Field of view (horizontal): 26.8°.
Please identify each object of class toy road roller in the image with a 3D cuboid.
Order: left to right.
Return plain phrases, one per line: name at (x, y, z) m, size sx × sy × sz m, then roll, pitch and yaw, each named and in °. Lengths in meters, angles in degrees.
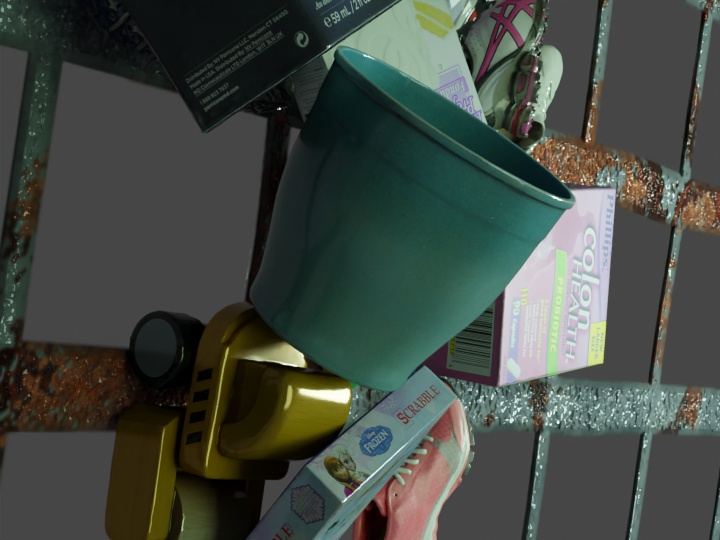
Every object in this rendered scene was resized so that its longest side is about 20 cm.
toy road roller at (-0.091, 0.124, 1.109) m, size 0.122 × 0.145 × 0.203 m, roll 12°, pitch 88°, yaw -52°

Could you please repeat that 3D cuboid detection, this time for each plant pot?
plant pot at (0.020, -0.026, 1.080) m, size 0.199 × 0.200 × 0.189 m, roll 16°, pitch 111°, yaw -52°

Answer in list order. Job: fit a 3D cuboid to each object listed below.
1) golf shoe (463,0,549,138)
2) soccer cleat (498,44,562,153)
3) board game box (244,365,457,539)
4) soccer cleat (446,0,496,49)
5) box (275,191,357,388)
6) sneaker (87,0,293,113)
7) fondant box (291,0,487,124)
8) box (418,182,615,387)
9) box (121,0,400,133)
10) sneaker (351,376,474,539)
golf shoe at (0.124, -0.209, 1.383) m, size 0.073 × 0.091 × 0.202 m, roll 97°, pitch 4°, yaw -48°
soccer cleat at (0.151, -0.148, 1.430) m, size 0.200 × 0.077 × 0.070 m, roll -47°, pitch 131°, yaw -37°
board game box at (-0.031, 0.184, 1.165) m, size 0.200 × 0.041 × 0.200 m, roll -53°, pitch 169°, yaw 30°
soccer cleat at (0.065, -0.228, 1.325) m, size 0.201 × 0.073 × 0.068 m, roll -55°, pitch 164°, yaw -7°
box at (0.000, 0.000, 1.287) m, size 0.117 × 0.048 × 0.202 m, roll -40°, pitch 128°, yaw -40°
sneaker at (-0.121, -0.192, 1.081) m, size 0.200 × 0.076 × 0.086 m, roll 37°, pitch 52°, yaw -47°
fondant box at (0.018, -0.153, 1.215) m, size 0.143 × 0.058 × 0.202 m, roll -28°, pitch 104°, yaw -36°
box at (0.151, 0.007, 1.445) m, size 0.199 × 0.096 × 0.179 m, roll -5°, pitch 101°, yaw -53°
box at (-0.073, -0.230, 0.995) m, size 0.200 × 0.122 × 0.200 m, roll 56°, pitch 33°, yaw -8°
sneaker at (0.041, 0.190, 1.357) m, size 0.086 × 0.073 × 0.203 m, roll 26°, pitch 77°, yaw -50°
